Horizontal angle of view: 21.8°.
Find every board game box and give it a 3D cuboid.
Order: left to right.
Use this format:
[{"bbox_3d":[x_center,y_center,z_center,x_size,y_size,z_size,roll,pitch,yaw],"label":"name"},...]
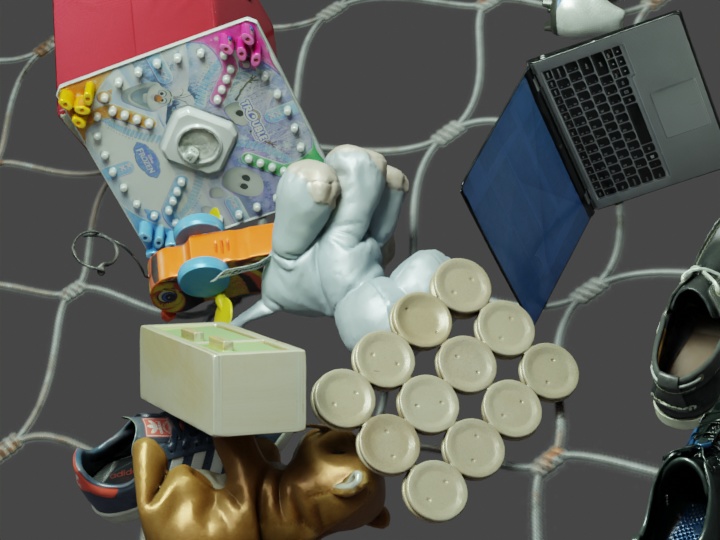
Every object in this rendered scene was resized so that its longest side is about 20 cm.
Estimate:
[{"bbox_3d":[-0.148,-0.115,1.717,0.200,0.200,0.026,-18,34,13],"label":"board game box"}]

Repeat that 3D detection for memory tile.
[{"bbox_3d":[0.068,0.092,1.479,0.153,0.017,0.200,44,60,7],"label":"memory tile"}]

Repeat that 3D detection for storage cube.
[{"bbox_3d":[-0.182,-0.194,1.813,0.171,0.200,0.180,-18,53,12],"label":"storage cube"}]

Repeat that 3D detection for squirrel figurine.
[{"bbox_3d":[-0.068,0.210,1.465,0.187,0.142,0.200,-12,55,4],"label":"squirrel figurine"}]

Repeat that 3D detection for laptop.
[{"bbox_3d":[0.196,-0.079,1.517,0.200,0.187,0.116,-18,47,13],"label":"laptop"}]

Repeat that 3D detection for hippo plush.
[{"bbox_3d":[0.000,0.000,1.571,0.200,0.159,0.161,-32,53,-26],"label":"hippo plush"}]

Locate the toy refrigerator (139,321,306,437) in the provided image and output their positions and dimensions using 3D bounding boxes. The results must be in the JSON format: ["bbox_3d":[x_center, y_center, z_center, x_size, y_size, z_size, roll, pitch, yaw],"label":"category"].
[{"bbox_3d":[-0.112,0.080,1.484,0.076,0.070,0.200,-2,6,-22],"label":"toy refrigerator"}]

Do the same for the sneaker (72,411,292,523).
[{"bbox_3d":[-0.150,0.143,1.580,0.200,0.085,0.075,-28,45,3],"label":"sneaker"}]

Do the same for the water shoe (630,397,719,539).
[{"bbox_3d":[0.259,0.150,1.364,0.071,0.079,0.200,10,58,33],"label":"water shoe"}]

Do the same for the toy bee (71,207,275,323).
[{"bbox_3d":[-0.151,-0.002,1.707,0.200,0.109,0.131,14,54,4],"label":"toy bee"}]

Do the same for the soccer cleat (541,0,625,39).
[{"bbox_3d":[0.226,-0.296,1.782,0.086,0.070,0.200,5,56,11],"label":"soccer cleat"}]

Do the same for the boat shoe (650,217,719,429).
[{"bbox_3d":[0.278,0.026,1.471,0.072,0.068,0.200,6,54,33],"label":"boat shoe"}]
